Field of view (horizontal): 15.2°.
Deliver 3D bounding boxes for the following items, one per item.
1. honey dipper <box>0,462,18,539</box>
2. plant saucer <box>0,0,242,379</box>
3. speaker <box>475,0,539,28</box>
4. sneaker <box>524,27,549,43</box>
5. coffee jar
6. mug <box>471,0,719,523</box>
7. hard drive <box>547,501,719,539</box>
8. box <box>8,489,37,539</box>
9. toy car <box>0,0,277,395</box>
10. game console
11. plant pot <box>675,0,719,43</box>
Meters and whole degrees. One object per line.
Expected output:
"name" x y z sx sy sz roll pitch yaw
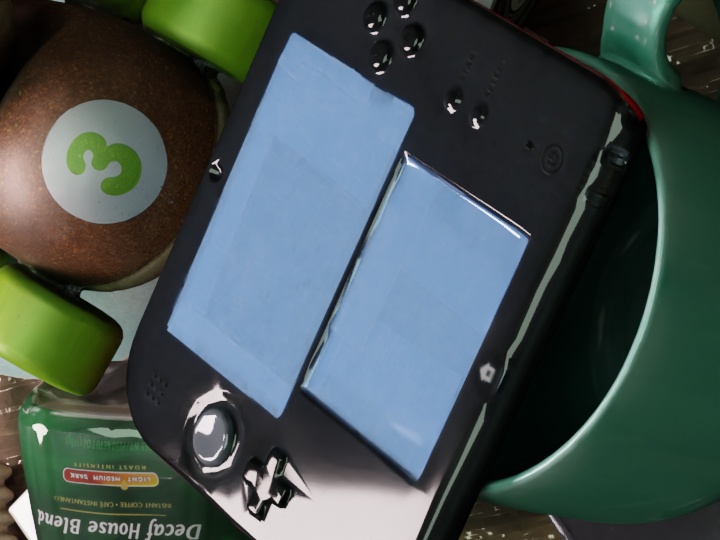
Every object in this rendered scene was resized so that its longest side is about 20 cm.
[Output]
"honey dipper" -0.174 0.032 1.172 0.038 0.038 0.200 -11 80 29
"plant saucer" -0.129 -0.056 1.118 0.201 0.039 0.201 -8 72 25
"speaker" -0.024 -0.153 0.999 0.200 0.081 0.081 26 102 11
"sneaker" 0.022 -0.093 1.052 0.092 0.076 0.200 -19 70 1
"coffee jar" -0.074 0.139 1.058 0.104 0.085 0.200 1 104 17
"mug" 0.096 0.001 0.916 0.185 0.114 0.152 -43 49 33
"hard drive" 0.160 0.105 0.975 0.200 0.042 0.135 46 109 22
"box" -0.063 0.048 1.104 0.200 0.041 0.039 -45 69 20
"toy car" -0.155 -0.075 0.989 0.158 0.200 0.164 30 90 44
"game console" 0.000 0.000 0.916 0.177 0.031 0.200 38 109 49
"plant pot" 0.153 -0.170 0.933 0.200 0.134 0.200 0 89 29
